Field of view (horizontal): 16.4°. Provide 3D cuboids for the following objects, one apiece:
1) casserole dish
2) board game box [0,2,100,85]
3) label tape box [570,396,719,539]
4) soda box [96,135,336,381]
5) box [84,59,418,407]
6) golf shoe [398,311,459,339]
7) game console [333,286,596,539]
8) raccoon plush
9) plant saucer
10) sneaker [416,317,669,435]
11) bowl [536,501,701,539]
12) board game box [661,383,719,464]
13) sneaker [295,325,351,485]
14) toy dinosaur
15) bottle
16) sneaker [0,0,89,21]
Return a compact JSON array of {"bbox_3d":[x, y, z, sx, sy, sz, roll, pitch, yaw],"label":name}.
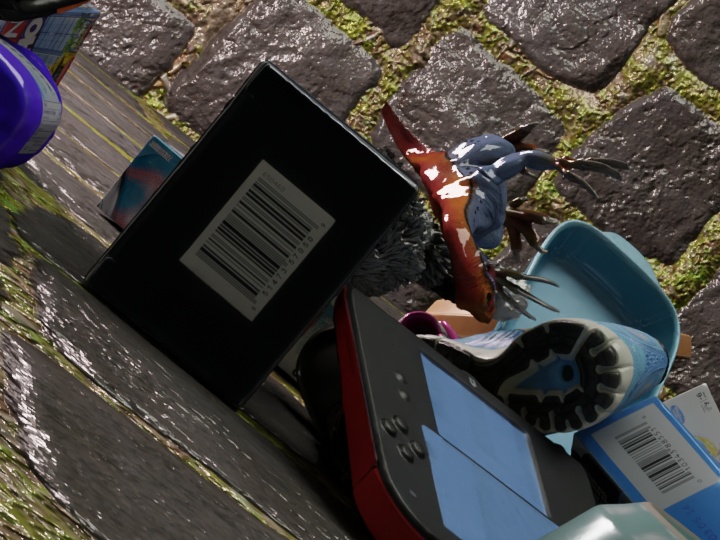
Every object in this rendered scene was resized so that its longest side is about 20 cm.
[{"bbox_3d":[0.137,0.056,1.626,0.121,0.200,0.039,42,-42,-13],"label":"casserole dish"},{"bbox_3d":[-0.221,-0.169,1.487,0.062,0.200,0.200,38,16,14],"label":"board game box"},{"bbox_3d":[0.179,0.193,1.450,0.144,0.063,0.200,50,-27,35],"label":"label tape box"},{"bbox_3d":[-0.075,-0.001,1.634,0.200,0.064,0.068,40,2,21],"label":"soda box"},{"bbox_3d":[-0.055,-0.024,1.356,0.107,0.148,0.200,39,2,-2],"label":"box"},{"bbox_3d":[0.048,0.066,1.625,0.075,0.092,0.200,-3,9,1],"label":"golf shoe"},{"bbox_3d":[0.064,0.113,1.276,0.200,0.031,0.177,39,28,-31],"label":"game console"},{"bbox_3d":[0.000,0.000,1.522,0.200,0.097,0.134,21,45,8],"label":"raccoon plush"},{"bbox_3d":[0.136,0.041,1.784,0.200,0.032,0.200,4,-3,0],"label":"plant saucer"},{"bbox_3d":[0.095,0.070,1.447,0.200,0.079,0.090,-8,-3,44],"label":"sneaker"},{"bbox_3d":[0.136,0.176,1.097,0.201,0.105,0.201,39,3,-2],"label":"bowl"},{"bbox_3d":[0.210,0.177,1.503,0.200,0.034,0.134,66,-20,5],"label":"board game box"},{"bbox_3d":[0.008,0.074,1.374,0.106,0.075,0.200,38,4,-44],"label":"sneaker"},{"bbox_3d":[0.059,-0.026,1.443,0.200,0.105,0.181,11,14,26],"label":"toy dinosaur"},{"bbox_3d":[-0.205,-0.095,1.370,0.084,0.065,0.200,40,2,-1],"label":"bottle"},{"bbox_3d":[-0.223,-0.168,1.344,0.200,0.070,0.090,-6,13,-41],"label":"sneaker"}]
